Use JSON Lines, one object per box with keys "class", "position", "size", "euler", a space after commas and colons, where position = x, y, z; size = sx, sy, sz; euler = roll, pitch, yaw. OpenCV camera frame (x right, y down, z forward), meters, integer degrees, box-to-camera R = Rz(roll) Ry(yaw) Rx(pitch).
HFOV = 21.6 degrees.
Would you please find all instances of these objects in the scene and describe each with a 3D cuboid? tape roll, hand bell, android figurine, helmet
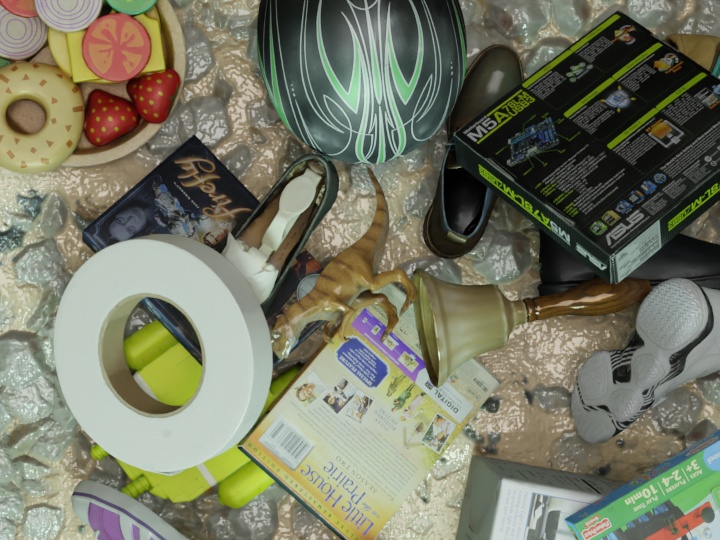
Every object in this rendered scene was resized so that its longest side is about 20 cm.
{"class": "tape roll", "position": [-0.168, 0.070, 1.594], "size": [0.203, 0.037, 0.203], "euler": [5, 101, 25]}
{"class": "hand bell", "position": [0.152, 0.033, 1.626], "size": [0.200, 0.104, 0.104], "euler": [-10, 89, -7]}
{"class": "android figurine", "position": [-0.143, 0.125, 1.672], "size": [0.200, 0.041, 0.182], "euler": [-34, 91, -6]}
{"class": "helmet", "position": [0.002, -0.192, 1.623], "size": [0.200, 0.200, 0.191], "euler": [-8, 72, -4]}

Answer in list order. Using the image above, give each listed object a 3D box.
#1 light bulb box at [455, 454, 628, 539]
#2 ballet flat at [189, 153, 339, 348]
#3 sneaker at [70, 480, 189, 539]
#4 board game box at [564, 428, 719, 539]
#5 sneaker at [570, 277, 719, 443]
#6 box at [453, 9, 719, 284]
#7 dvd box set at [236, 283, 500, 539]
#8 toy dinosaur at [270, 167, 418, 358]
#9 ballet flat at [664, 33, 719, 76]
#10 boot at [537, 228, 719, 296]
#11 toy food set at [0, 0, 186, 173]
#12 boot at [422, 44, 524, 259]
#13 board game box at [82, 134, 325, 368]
{"class": "light bulb box", "position": [0.192, 0.241, 1.608], "size": [0.200, 0.198, 0.125], "euler": [11, 90, -3]}
{"class": "ballet flat", "position": [-0.085, -0.022, 1.610], "size": [0.068, 0.068, 0.200], "euler": [30, 73, 2]}
{"class": "sneaker", "position": [-0.196, 0.265, 1.609], "size": [0.200, 0.073, 0.114], "euler": [31, 73, 28]}
{"class": "board game box", "position": [0.276, 0.249, 1.499], "size": [0.151, 0.037, 0.200], "euler": [-29, 95, -7]}
{"class": "sneaker", "position": [0.274, 0.085, 1.657], "size": [0.115, 0.200, 0.075], "euler": [3, 48, -32]}
{"class": "box", "position": [0.214, -0.108, 1.583], "size": [0.200, 0.048, 0.193], "euler": [-38, 54, -18]}
{"class": "dvd box set", "position": [0.009, 0.127, 1.662], "size": [0.146, 0.029, 0.200], "euler": [41, 76, -7]}
{"class": "toy dinosaur", "position": [0.000, 0.000, 1.623], "size": [0.106, 0.060, 0.200], "euler": [37, 65, 3]}
{"class": "ballet flat", "position": [0.274, -0.133, 1.663], "size": [0.063, 0.069, 0.200], "euler": [16, 51, 8]}
{"class": "boot", "position": [0.246, -0.057, 1.680], "size": [0.200, 0.076, 0.168], "euler": [-4, 90, -1]}
{"class": "toy food set", "position": [-0.255, -0.190, 1.668], "size": [0.200, 0.049, 0.198], "euler": [-9, 89, -3]}
{"class": "boot", "position": [0.109, -0.107, 1.663], "size": [0.075, 0.097, 0.200], "euler": [14, 88, -3]}
{"class": "board game box", "position": [-0.127, -0.002, 1.653], "size": [0.135, 0.035, 0.200], "euler": [-43, 84, -16]}
